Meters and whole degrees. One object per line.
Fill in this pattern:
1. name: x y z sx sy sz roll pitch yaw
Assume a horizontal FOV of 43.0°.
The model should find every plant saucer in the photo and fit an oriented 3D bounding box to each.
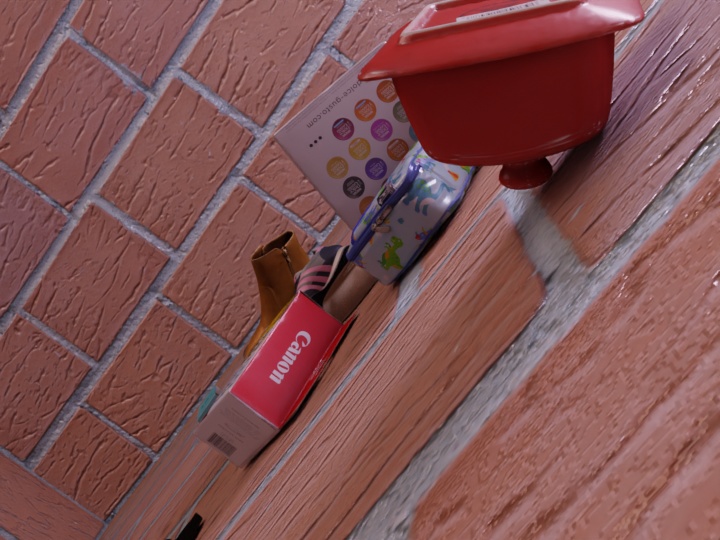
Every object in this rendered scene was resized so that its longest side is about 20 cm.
1. plant saucer: 0.000 0.000 1.354 0.201 0.037 0.200 -53 6 8

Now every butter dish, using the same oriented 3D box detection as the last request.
1. butter dish: 0.118 -0.134 0.704 0.199 0.148 0.200 -7 22 17

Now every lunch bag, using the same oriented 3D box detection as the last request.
1. lunch bag: 0.063 -0.082 1.113 0.161 0.082 0.200 -53 4 37

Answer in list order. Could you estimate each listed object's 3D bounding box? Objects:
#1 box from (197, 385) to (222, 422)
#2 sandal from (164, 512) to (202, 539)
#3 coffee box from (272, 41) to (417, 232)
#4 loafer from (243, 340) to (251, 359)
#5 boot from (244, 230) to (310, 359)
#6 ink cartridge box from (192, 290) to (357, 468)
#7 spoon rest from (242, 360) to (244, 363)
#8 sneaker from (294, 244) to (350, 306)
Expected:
1. box: -0.214 0.232 1.463 0.049 0.082 0.200 -55 5 -8
2. sandal: -0.253 0.367 1.138 0.075 0.045 0.200 -51 6 21
3. coffee box: 0.015 -0.177 1.311 0.200 0.198 0.200 -40 7 1
4. loafer: -0.144 0.131 1.648 0.063 0.072 0.200 -36 0 -39
5. boot: -0.153 0.040 1.513 0.071 0.144 0.201 8 48 41
6. ink cartridge box: -0.109 0.131 1.196 0.176 0.084 0.200 -47 8 45
7. spoon rest: -0.169 0.173 1.504 0.099 0.061 0.200 -33 4 -2
8. sneaker: -0.078 0.037 1.439 0.082 0.070 0.200 4 43 32
